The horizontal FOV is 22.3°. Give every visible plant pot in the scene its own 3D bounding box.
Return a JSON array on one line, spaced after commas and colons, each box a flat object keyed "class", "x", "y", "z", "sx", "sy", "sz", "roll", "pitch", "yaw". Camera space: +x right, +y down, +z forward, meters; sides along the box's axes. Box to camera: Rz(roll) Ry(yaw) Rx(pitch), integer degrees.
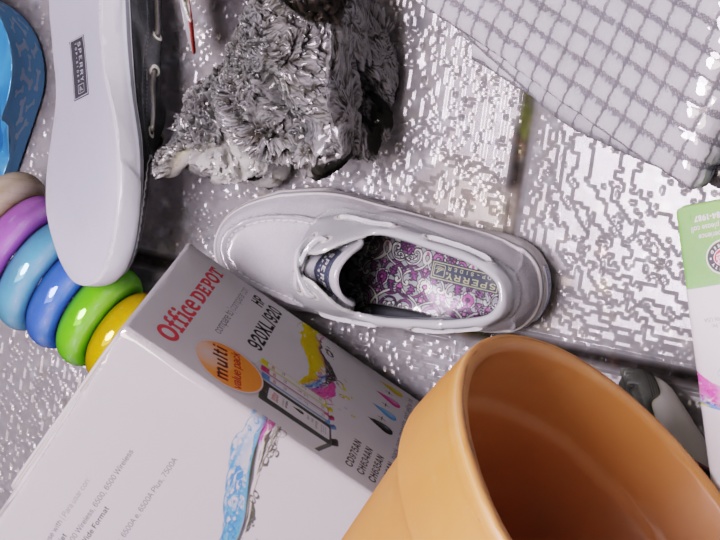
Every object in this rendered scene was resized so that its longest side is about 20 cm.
[{"class": "plant pot", "x": 0.067, "y": 0.147, "z": 0.770, "sx": 0.140, "sy": 0.200, "sz": 0.200, "roll": -42, "pitch": 75, "yaw": 26}]

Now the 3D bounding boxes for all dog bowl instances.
[{"class": "dog bowl", "x": -0.257, "y": -0.079, "z": 1.116, "sx": 0.111, "sy": 0.050, "sz": 0.201, "roll": 27, "pitch": 105, "yaw": 23}]

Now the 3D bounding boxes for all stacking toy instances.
[{"class": "stacking toy", "x": -0.146, "y": 0.030, "z": 1.057, "sx": 0.200, "sy": 0.085, "sz": 0.086, "roll": 36, "pitch": 108, "yaw": 13}]

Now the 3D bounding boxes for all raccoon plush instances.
[{"class": "raccoon plush", "x": -0.061, "y": -0.130, "z": 0.974, "sx": 0.133, "sy": 0.097, "sz": 0.201, "roll": 2, "pitch": 116, "yaw": 26}]

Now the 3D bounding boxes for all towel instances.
[{"class": "towel", "x": 0.137, "y": -0.150, "z": 0.877, "sx": 0.200, "sy": 0.085, "sz": 0.166, "roll": 39, "pitch": 118, "yaw": 39}]

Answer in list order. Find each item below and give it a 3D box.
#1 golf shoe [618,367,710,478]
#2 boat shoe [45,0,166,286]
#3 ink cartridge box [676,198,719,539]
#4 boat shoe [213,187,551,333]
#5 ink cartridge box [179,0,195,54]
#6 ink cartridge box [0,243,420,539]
[{"class": "golf shoe", "x": 0.182, "y": 0.136, "z": 0.902, "sx": 0.088, "sy": 0.077, "sz": 0.201, "roll": -15, "pitch": 66, "yaw": -14}, {"class": "boat shoe", "x": -0.137, "y": -0.090, "z": 1.033, "sx": 0.068, "sy": 0.056, "sz": 0.201, "roll": -10, "pitch": 78, "yaw": 43}, {"class": "ink cartridge box", "x": 0.218, "y": 0.061, "z": 0.819, "sx": 0.117, "sy": 0.067, "sz": 0.201, "roll": -10, "pitch": 84, "yaw": 45}, {"class": "boat shoe", "x": 0.000, "y": 0.000, "z": 0.979, "sx": 0.199, "sy": 0.068, "sz": 0.072, "roll": 16, "pitch": 100, "yaw": 25}, {"class": "ink cartridge box", "x": -0.085, "y": -0.226, "z": 0.985, "sx": 0.050, "sy": 0.109, "sz": 0.201, "roll": -9, "pitch": 89, "yaw": -4}, {"class": "ink cartridge box", "x": -0.059, "y": 0.113, "z": 0.937, "sx": 0.200, "sy": 0.147, "sz": 0.145, "roll": 34, "pitch": 108, "yaw": -3}]
